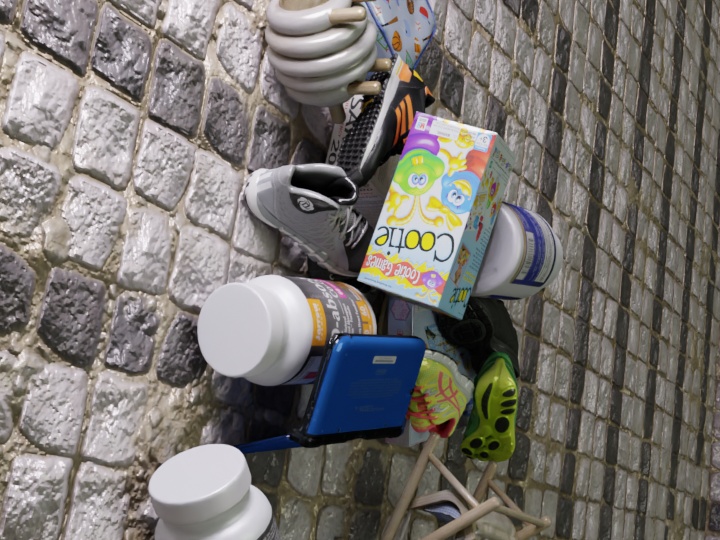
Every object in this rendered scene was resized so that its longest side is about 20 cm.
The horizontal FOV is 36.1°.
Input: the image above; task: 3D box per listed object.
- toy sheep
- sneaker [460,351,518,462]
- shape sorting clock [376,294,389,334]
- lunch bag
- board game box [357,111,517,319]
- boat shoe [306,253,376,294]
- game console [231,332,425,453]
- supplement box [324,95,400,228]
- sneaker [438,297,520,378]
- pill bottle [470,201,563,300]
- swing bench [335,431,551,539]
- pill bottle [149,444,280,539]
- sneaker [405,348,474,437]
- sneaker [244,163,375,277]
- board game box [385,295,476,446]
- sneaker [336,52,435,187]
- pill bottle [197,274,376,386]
[{"bbox_3d":[-0.039,-0.249,1.231,0.138,0.137,0.201,-54,143,-44],"label":"toy sheep"},{"bbox_3d":[0.181,0.189,1.489,0.201,0.073,0.084,97,7,-46],"label":"sneaker"},{"bbox_3d":[0.083,0.078,1.528,0.199,0.039,0.202,-11,103,-56],"label":"shape sorting clock"},{"bbox_3d":[0.023,-0.340,1.391,0.201,0.075,0.161,62,39,-38],"label":"lunch bag"},{"bbox_3d":[0.089,-0.060,1.254,0.105,0.102,0.201,27,82,-67],"label":"board game box"},{"bbox_3d":[0.000,0.000,1.367,0.199,0.068,0.057,12,79,-51],"label":"boat shoe"},{"bbox_3d":[-0.039,0.137,1.208,0.200,0.118,0.172,8,101,-60],"label":"game console"},{"bbox_3d":[0.036,-0.123,1.414,0.200,0.073,0.127,43,54,-53],"label":"supplement box"},{"bbox_3d":[0.161,0.067,1.483,0.200,0.075,0.091,57,36,-46],"label":"sneaker"},{"bbox_3d":[0.180,-0.024,1.385,0.200,0.119,0.121,8,84,-61],"label":"pill bottle"},{"bbox_3d":[0.108,0.338,1.412,0.200,0.130,0.199,-49,145,6],"label":"swing bench"},{"bbox_3d":[-0.133,0.280,1.080,0.116,0.116,0.201,-43,126,-50],"label":"pill bottle"},{"bbox_3d":[0.080,0.151,1.358,0.200,0.078,0.091,40,64,-50],"label":"sneaker"},{"bbox_3d":[-0.023,-0.057,1.221,0.199,0.115,0.076,29,62,-31],"label":"sneaker"},{"bbox_3d":[0.104,0.119,1.491,0.199,0.041,0.201,-5,98,-55],"label":"board game box"},{"bbox_3d":[0.040,-0.160,1.272,0.090,0.070,0.201,35,48,-20],"label":"sneaker"},{"bbox_3d":[-0.076,0.065,1.188,0.200,0.116,0.117,6,85,-59],"label":"pill bottle"}]
